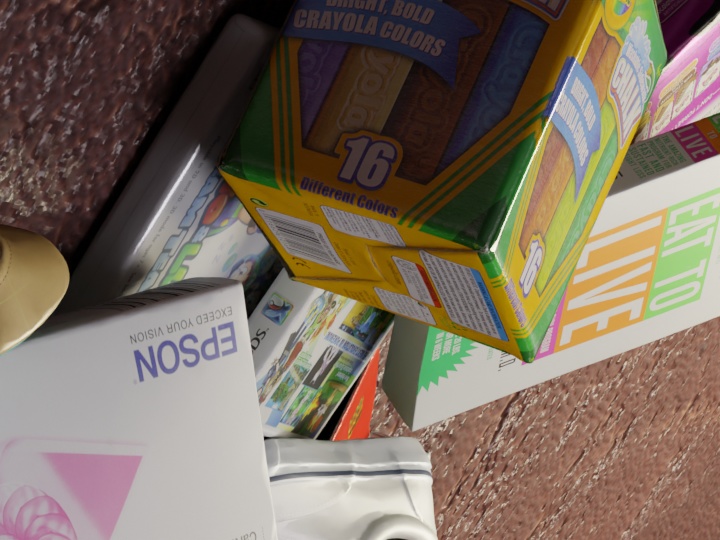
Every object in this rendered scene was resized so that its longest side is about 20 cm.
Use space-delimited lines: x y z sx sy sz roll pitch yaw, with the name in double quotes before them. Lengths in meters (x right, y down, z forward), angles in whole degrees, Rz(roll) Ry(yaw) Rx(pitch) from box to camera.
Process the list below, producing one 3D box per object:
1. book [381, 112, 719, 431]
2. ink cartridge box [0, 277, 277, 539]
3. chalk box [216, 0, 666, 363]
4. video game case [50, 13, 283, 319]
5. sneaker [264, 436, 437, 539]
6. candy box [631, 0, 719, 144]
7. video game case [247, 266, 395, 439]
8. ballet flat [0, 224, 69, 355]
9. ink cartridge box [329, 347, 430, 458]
"book" 0.109 -0.006 1.407 0.199 0.048 0.134 -21 147 -21
"ink cartridge box" -0.112 0.119 1.113 0.196 0.043 0.201 -17 101 -45
"chalk box" 0.048 -0.087 1.169 0.201 0.123 0.124 -65 158 -15
"video game case" -0.063 -0.011 1.231 0.200 0.024 0.182 -58 159 8
"sneaker" -0.032 0.124 1.369 0.200 0.071 0.073 -4 158 -42
"candy box" 0.137 -0.071 1.496 0.136 0.061 0.200 -42 155 -27
"video game case" 0.000 0.000 1.344 0.183 0.022 0.200 -56 168 0
"ballet flat" -0.174 0.017 0.980 0.200 0.068 0.063 -36 139 -43
"ink cartridge box" -0.014 0.167 1.500 0.174 0.043 0.200 98 15 -52
